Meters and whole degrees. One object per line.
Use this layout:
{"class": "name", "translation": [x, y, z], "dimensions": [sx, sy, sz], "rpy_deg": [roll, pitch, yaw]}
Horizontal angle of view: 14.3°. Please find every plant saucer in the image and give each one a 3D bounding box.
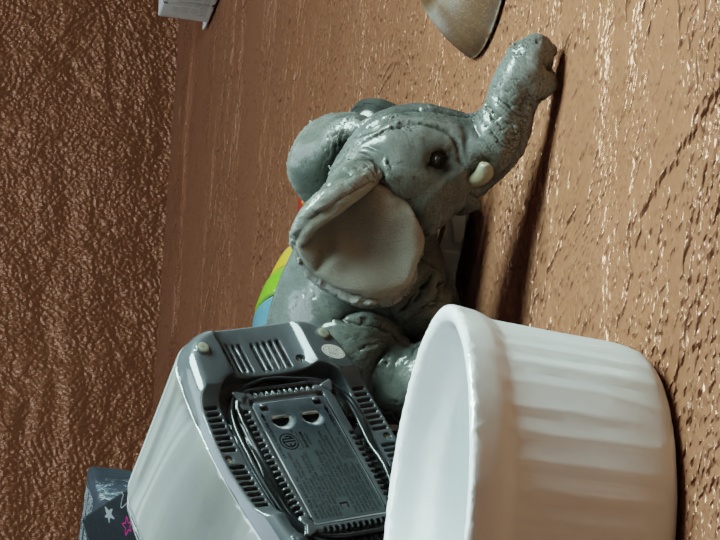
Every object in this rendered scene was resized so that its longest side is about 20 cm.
{"class": "plant saucer", "translation": [0.066, -0.234, 1.797], "dimensions": [0.200, 0.037, 0.201], "rpy_deg": [-175, 90, -82]}

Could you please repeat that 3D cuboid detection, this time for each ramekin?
{"class": "ramekin", "translation": [0.074, 0.120, 1.297], "dimensions": [0.200, 0.097, 0.201], "rpy_deg": [-174, 90, -81]}

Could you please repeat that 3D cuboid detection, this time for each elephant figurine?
{"class": "elephant figurine", "translation": [0.015, -0.032, 1.588], "dimensions": [0.141, 0.155, 0.201], "rpy_deg": [22, 124, 45]}

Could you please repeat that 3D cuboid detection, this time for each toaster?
{"class": "toaster", "translation": [-0.042, 0.134, 1.523], "dimensions": [0.200, 0.113, 0.129], "rpy_deg": [59, 138, 29]}

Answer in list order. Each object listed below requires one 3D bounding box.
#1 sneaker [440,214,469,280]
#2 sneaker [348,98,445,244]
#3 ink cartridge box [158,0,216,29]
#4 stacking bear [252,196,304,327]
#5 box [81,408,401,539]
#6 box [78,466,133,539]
{"class": "sneaker", "translation": [0.029, 0.008, 1.792], "dimensions": [0.081, 0.076, 0.200], "rpy_deg": [-81, 7, -61]}
{"class": "sneaker", "translation": [0.000, 0.000, 1.695], "dimensions": [0.088, 0.074, 0.200], "rpy_deg": [-39, -42, -56]}
{"class": "ink cartridge box", "translation": [-0.208, -0.380, 3.543], "dimensions": [0.200, 0.068, 0.116], "rpy_deg": [128, 148, -74]}
{"class": "stacking bear", "translation": [-0.017, 0.015, 1.935], "dimensions": [0.121, 0.114, 0.200], "rpy_deg": [-18, 46, 40]}
{"class": "box", "translation": [-0.053, 0.170, 1.705], "dimensions": [0.200, 0.115, 0.132], "rpy_deg": [-34, 65, 43]}
{"class": "box", "translation": [-0.097, 0.217, 2.009], "dimensions": [0.200, 0.196, 0.118], "rpy_deg": [-147, 64, -80]}
